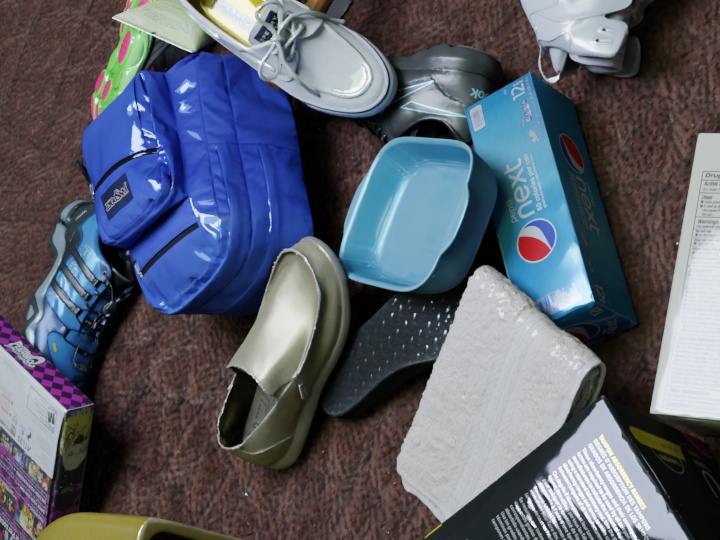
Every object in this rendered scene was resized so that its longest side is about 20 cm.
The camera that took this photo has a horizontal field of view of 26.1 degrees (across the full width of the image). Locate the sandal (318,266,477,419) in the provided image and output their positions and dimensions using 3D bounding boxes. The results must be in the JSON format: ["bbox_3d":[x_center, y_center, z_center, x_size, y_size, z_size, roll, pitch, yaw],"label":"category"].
[{"bbox_3d":[0.043,0.055,1.222,0.200,0.048,0.076,-34,56,39],"label":"sandal"}]

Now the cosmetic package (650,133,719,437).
[{"bbox_3d":[0.269,0.012,1.040,0.105,0.071,0.201,5,77,39],"label":"cosmetic package"}]

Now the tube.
[{"bbox_3d":[-0.142,-0.225,1.369,0.058,0.200,0.052,-17,102,23],"label":"tube"}]

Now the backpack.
[{"bbox_3d":[-0.139,-0.060,1.313,0.162,0.167,0.200,-39,61,48],"label":"backpack"}]

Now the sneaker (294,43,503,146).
[{"bbox_3d":[0.022,-0.139,1.285,0.200,0.075,0.079,0,77,39],"label":"sneaker"}]

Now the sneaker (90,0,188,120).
[{"bbox_3d":[-0.197,-0.185,1.470,0.200,0.084,0.077,-63,32,24],"label":"sneaker"}]

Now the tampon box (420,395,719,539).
[{"bbox_3d":[0.146,0.201,1.014,0.200,0.150,0.126,-41,54,19],"label":"tampon box"}]

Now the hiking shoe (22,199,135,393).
[{"bbox_3d":[-0.254,0.024,1.436,0.087,0.074,0.201,-7,70,37],"label":"hiking shoe"}]

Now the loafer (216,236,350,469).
[{"bbox_3d":[-0.064,0.070,1.244,0.076,0.068,0.201,27,110,42],"label":"loafer"}]

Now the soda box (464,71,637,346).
[{"bbox_3d":[0.141,-0.043,1.161,0.064,0.068,0.200,-27,59,29],"label":"soda box"}]

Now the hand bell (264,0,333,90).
[{"bbox_3d":[-0.028,-0.240,1.318,0.104,0.104,0.200,19,75,40],"label":"hand bell"}]

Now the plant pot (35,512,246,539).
[{"bbox_3d":[-0.173,0.290,1.211,0.200,0.195,0.195,3,75,48],"label":"plant pot"}]

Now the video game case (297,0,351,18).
[{"bbox_3d":[-0.121,-0.310,1.388,0.045,0.181,0.200,-49,51,11],"label":"video game case"}]

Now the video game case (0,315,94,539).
[{"bbox_3d":[-0.318,0.153,1.418,0.200,0.036,0.182,34,121,40],"label":"video game case"}]

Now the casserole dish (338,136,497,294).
[{"bbox_3d":[0.045,-0.039,1.190,0.200,0.039,0.121,14,82,65],"label":"casserole dish"}]

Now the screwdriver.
[{"bbox_3d":[0.000,0.000,1.286,0.028,0.029,0.200,22,92,40],"label":"screwdriver"}]

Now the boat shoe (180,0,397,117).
[{"bbox_3d":[-0.065,-0.190,1.242,0.202,0.086,0.075,35,97,15],"label":"boat shoe"}]

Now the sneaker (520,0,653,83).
[{"bbox_3d":[0.213,-0.214,1.170,0.200,0.075,0.115,-15,77,22],"label":"sneaker"}]

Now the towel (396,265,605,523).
[{"bbox_3d":[0.094,0.110,1.115,0.133,0.034,0.200,43,127,38],"label":"towel"}]
